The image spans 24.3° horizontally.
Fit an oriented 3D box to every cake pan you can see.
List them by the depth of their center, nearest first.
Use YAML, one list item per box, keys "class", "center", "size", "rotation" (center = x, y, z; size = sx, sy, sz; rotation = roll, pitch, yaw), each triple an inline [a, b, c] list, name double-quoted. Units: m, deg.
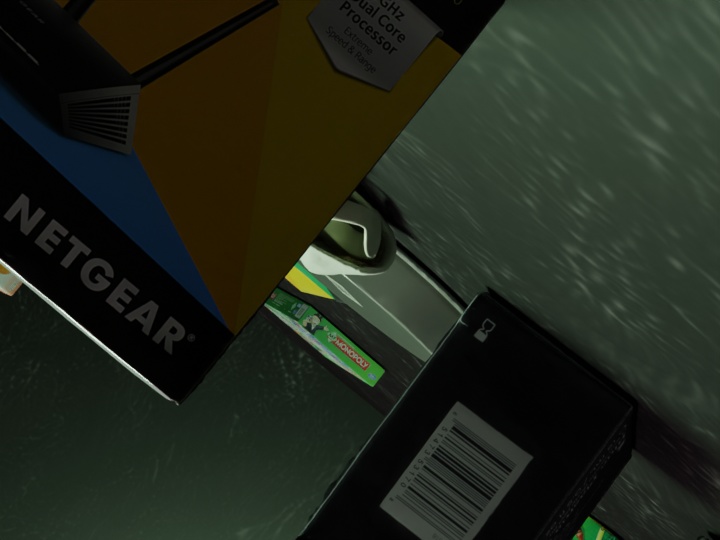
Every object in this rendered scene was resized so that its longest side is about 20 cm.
- class: "cake pan"
  center: [0.000, 0.000, 1.161]
  size: [0.200, 0.037, 0.200]
  rotation: [39, 175, 4]

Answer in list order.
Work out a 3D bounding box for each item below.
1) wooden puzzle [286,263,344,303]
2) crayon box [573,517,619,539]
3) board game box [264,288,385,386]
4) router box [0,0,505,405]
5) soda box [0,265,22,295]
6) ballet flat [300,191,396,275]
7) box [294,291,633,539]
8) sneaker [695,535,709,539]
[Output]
- class: "wooden puzzle"
  center: [-0.066, -0.026, 1.382]
  size: [0.185, 0.037, 0.200]
  rotation: [41, 174, -19]
- class: "crayon box"
  center: [0.275, 0.334, 1.887]
  size: [0.119, 0.058, 0.200]
  rotation: [33, 171, 49]
- class: "board game box"
  center: [-0.054, 0.082, 2.187]
  size: [0.134, 0.029, 0.200]
  rotation: [41, 174, -20]
- class: "router box"
  center: [-0.082, -0.084, 0.468]
  size: [0.200, 0.149, 0.051]
  rotation: [40, 175, -9]
- class: "soda box"
  center: [-0.273, -0.080, 1.453]
  size: [0.063, 0.200, 0.068]
  rotation: [33, 171, 44]
- class: "ballet flat"
  center: [-0.029, -0.043, 0.941]
  size: [0.069, 0.070, 0.200]
  rotation: [36, 178, 28]
- class: "box"
  center: [0.068, 0.143, 1.032]
  size: [0.117, 0.197, 0.200]
  rotation: [36, 174, 15]
- class: "sneaker"
  center: [0.281, 0.255, 1.241]
  size: [0.092, 0.076, 0.200]
  rotation: [28, 177, 26]
